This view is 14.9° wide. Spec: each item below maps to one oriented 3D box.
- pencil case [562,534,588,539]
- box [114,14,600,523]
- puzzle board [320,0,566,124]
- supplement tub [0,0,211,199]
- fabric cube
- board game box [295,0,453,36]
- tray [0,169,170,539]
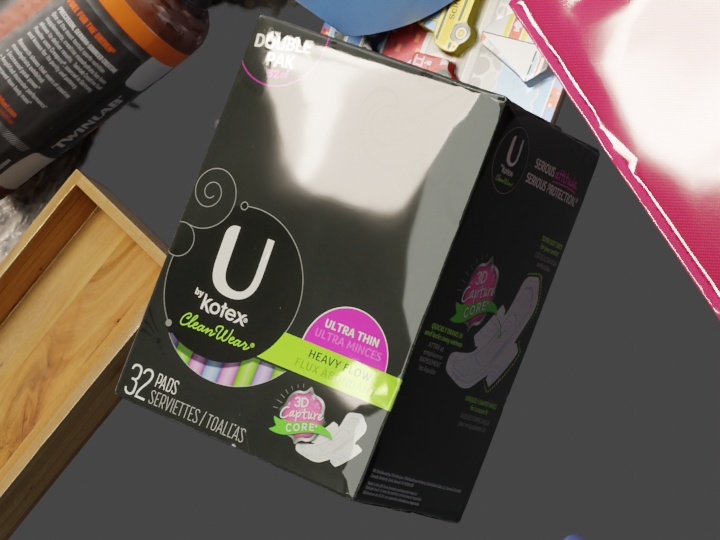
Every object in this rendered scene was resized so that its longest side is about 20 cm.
[{"bbox_3d":[0.167,0.161,1.229,0.199,0.087,0.078,2,49,28],"label":"pencil case"},{"bbox_3d":[0.000,0.000,1.335,0.148,0.124,0.201,22,90,28],"label":"box"},{"bbox_3d":[0.029,-0.080,1.427,0.150,0.017,0.201,16,81,32],"label":"puzzle board"},{"bbox_3d":[-0.156,-0.133,1.492,0.200,0.107,0.107,-36,60,13],"label":"supplement tub"},{"bbox_3d":[0.228,-0.092,1.205,0.199,0.200,0.196,-44,59,20],"label":"fabric cube"},{"bbox_3d":[-0.011,-0.222,1.428,0.200,0.039,0.158,34,101,-6],"label":"board game box"},{"bbox_3d":[-0.179,0.055,1.481,0.099,0.037,0.200,42,96,32],"label":"tray"}]
